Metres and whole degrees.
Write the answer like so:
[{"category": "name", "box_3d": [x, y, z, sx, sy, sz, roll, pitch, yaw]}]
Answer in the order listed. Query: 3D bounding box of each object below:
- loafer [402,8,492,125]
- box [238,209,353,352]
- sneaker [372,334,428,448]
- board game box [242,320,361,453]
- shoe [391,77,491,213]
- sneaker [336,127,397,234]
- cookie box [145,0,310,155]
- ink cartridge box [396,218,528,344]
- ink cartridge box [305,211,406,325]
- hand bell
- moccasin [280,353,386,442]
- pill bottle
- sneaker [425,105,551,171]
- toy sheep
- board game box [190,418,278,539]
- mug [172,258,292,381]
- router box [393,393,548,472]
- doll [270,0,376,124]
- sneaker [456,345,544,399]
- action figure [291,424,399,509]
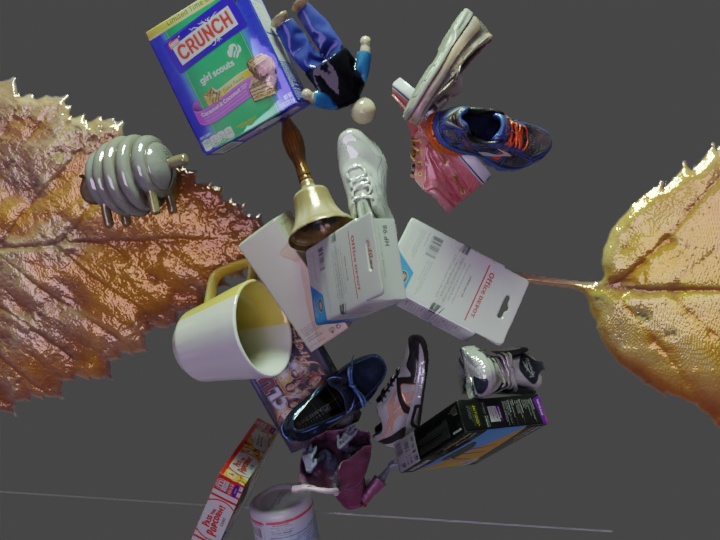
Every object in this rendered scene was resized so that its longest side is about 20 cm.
[{"category": "loafer", "box_3d": [0.127, -0.278, 1.089, 0.062, 0.072, 0.201, 32, 68, -9]}, {"category": "box", "box_3d": [-0.095, 0.014, 1.219, 0.077, 0.095, 0.201, -32, 97, 16]}, {"category": "sneaker", "box_3d": [0.064, 0.198, 1.246, 0.079, 0.074, 0.203, 10, 104, 9]}, {"category": "board game box", "box_3d": [-0.104, 0.185, 1.289, 0.134, 0.035, 0.202, -28, 97, 14]}, {"category": "shoe", "box_3d": [0.096, -0.182, 1.153, 0.091, 0.072, 0.200, -42, 98, 10]}, {"category": "sneaker", "box_3d": [0.010, -0.115, 1.175, 0.074, 0.087, 0.203, -16, 99, 12]}, {"category": "cookie box", "box_3d": [-0.196, -0.301, 1.166, 0.170, 0.075, 0.202, -26, 93, 15]}, {"category": "ink cartridge box", "box_3d": [0.135, 0.025, 1.165, 0.198, 0.067, 0.117, 28, 72, 2]}, {"category": "ink cartridge box", "box_3d": [0.000, 0.000, 1.092, 0.066, 0.199, 0.118, -2, 77, -30]}, {"category": "hand bell", "box_3d": [-0.084, -0.143, 1.173, 0.103, 0.104, 0.202, -23, 69, 14]}, {"category": "moccasin", "box_3d": [-0.031, 0.203, 1.217, 0.200, 0.068, 0.081, -40, 85, -22]}, {"category": "pill bottle", "box_3d": [-0.119, 0.475, 1.321, 0.107, 0.109, 0.203, -6, 102, 11]}, {"category": "sneaker", "box_3d": [0.192, -0.188, 1.098, 0.197, 0.078, 0.077, 2, 82, -25]}, {"category": "toy sheep", "box_3d": [-0.348, -0.144, 1.206, 0.197, 0.138, 0.140, -12, 101, 16]}, {"category": "board game box", "box_3d": [-0.201, 0.350, 1.258, 0.046, 0.200, 0.153, 25, 105, 3]}, {"category": "mug", "box_3d": [-0.203, 0.095, 1.226, 0.152, 0.187, 0.150, -17, 117, 27]}, {"category": "router box", "box_3d": [0.160, 0.244, 1.162, 0.147, 0.200, 0.052, 0, 61, -27]}, {"category": "doll", "box_3d": [-0.041, -0.305, 1.154, 0.136, 0.048, 0.201, -38, 99, -10]}, {"category": "sneaker", "box_3d": [0.215, 0.147, 1.156, 0.128, 0.199, 0.081, -9, 74, 0]}, {"category": "action figure", "box_3d": [-0.014, 0.338, 1.252, 0.132, 0.150, 0.201, 0, 135, 18]}]
